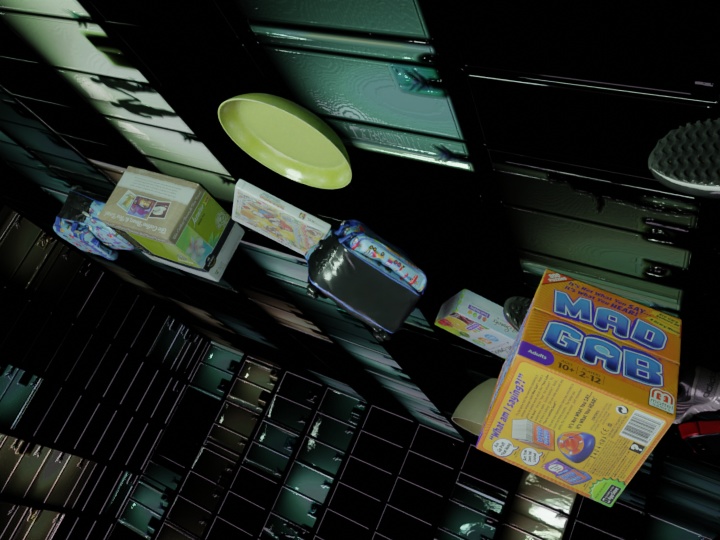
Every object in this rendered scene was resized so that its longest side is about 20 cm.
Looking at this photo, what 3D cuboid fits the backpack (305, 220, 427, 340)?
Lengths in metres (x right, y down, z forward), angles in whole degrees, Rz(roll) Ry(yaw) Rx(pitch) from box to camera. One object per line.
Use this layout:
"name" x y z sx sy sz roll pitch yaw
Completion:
"backpack" 0.000 0.000 1.150 0.183 0.135 0.200 33 -172 -17

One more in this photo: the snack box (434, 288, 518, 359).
"snack box" 0.251 0.111 1.278 0.200 0.053 0.142 26 164 -4

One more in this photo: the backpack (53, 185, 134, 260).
"backpack" -0.652 -0.110 1.771 0.200 0.135 0.183 17 163 17

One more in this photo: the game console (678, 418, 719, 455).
"game console" 0.638 0.273 1.148 0.177 0.031 0.200 -15 151 28

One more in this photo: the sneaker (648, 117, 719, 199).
"sneaker" 0.342 -0.071 0.561 0.200 0.070 0.090 8 153 40

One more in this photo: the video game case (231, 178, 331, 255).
"video game case" -0.155 -0.092 1.299 0.182 0.023 0.200 27 163 -6

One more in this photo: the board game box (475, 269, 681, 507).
"board game box" 0.305 0.160 0.966 0.200 0.200 0.200 22 131 11

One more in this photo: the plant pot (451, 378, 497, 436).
"plant pot" 0.346 0.350 1.728 0.200 0.135 0.200 23 164 7

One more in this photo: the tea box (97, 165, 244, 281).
"tea box" -0.387 -0.095 1.426 0.200 0.134 0.197 16 162 27

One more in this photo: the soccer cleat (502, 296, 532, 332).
"soccer cleat" 0.312 0.106 1.153 0.200 0.068 0.073 26 160 -15

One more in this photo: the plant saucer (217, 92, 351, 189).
"plant saucer" -0.097 -0.179 0.934 0.200 0.031 0.200 23 164 7

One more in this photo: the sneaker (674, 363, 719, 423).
"sneaker" 0.517 0.193 1.121 0.087 0.074 0.200 26 161 6
